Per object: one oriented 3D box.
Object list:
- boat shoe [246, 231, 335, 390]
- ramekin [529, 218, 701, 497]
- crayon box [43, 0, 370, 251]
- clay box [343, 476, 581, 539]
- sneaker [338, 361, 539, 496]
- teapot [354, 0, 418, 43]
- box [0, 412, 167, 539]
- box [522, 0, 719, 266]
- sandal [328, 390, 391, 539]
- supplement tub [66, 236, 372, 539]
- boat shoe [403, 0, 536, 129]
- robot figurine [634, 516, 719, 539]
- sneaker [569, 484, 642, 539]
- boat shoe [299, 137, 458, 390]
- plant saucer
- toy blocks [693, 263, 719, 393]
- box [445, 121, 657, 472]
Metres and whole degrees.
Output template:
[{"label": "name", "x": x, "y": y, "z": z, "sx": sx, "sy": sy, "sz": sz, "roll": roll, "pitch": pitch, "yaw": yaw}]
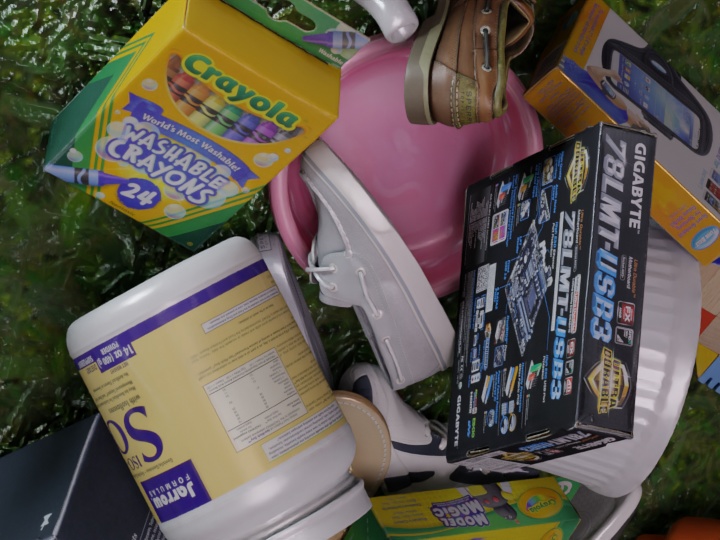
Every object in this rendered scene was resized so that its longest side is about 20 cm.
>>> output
[{"label": "boat shoe", "x": -0.063, "y": 0.066, "z": 1.707, "sx": 0.070, "sy": 0.072, "sz": 0.201, "roll": -14, "pitch": 112, "yaw": 6}, {"label": "ramekin", "x": 0.155, "y": 0.053, "z": 1.695, "sx": 0.097, "sy": 0.201, "sz": 0.202, "roll": 12, "pitch": 108, "yaw": -15}, {"label": "crayon box", "x": -0.102, "y": -0.108, "z": 1.571, "sx": 0.125, "sy": 0.052, "sz": 0.200, "roll": 29, "pitch": 131, "yaw": -25}, {"label": "clay box", "x": 0.072, "y": 0.208, "z": 1.725, "sx": 0.199, "sy": 0.048, "sz": 0.115, "roll": -2, "pitch": 134, "yaw": -35}, {"label": "sneaker", "x": 0.068, "y": 0.128, "z": 1.761, "sx": 0.129, "sy": 0.080, "sz": 0.200, "roll": -27, "pitch": 117, "yaw": -7}, {"label": "teapot", "x": -0.037, "y": -0.271, "z": 1.517, "sx": 0.199, "sy": 0.146, "sz": 0.199, "roll": 12, "pitch": 109, "yaw": -26}, {"label": "box", "x": -0.171, "y": 0.213, "z": 1.666, "sx": 0.148, "sy": 0.108, "sz": 0.200, "roll": -24, "pitch": 127, "yaw": 39}, {"label": "box", "x": 0.207, "y": -0.092, "z": 1.663, "sx": 0.200, "sy": 0.119, "sz": 0.041, "roll": 40, "pitch": 126, "yaw": -9}, {"label": "sandal", "x": -0.029, "y": 0.178, "z": 1.694, "sx": 0.077, "sy": 0.070, "sz": 0.212, "roll": 12, "pitch": 137, "yaw": -10}, {"label": "supplement tub", "x": -0.091, "y": 0.095, "z": 1.585, "sx": 0.145, "sy": 0.145, "sz": 0.201, "roll": -28, "pitch": 90, "yaw": -5}, {"label": "boat shoe", "x": 0.085, "y": -0.167, "z": 1.587, "sx": 0.067, "sy": 0.201, "sz": 0.072, "roll": 5, "pitch": 142, "yaw": 16}, {"label": "robot figurine", "x": 0.300, "y": 0.252, "z": 1.837, "sx": 0.144, "sy": 0.198, "sz": 0.118, "roll": 30, "pitch": 65, "yaw": -64}, {"label": "sneaker", "x": 0.166, "y": 0.244, "z": 1.849, "sx": 0.099, "sy": 0.071, "sz": 0.200, "roll": 34, "pitch": 104, "yaw": -28}, {"label": "boat shoe", "x": 0.000, "y": 0.000, "z": 1.641, "sx": 0.068, "sy": 0.072, "sz": 0.201, "roll": -33, "pitch": 127, "yaw": -3}, {"label": "plant saucer", "x": 0.028, "y": -0.076, "z": 1.680, "sx": 0.199, "sy": 0.051, "sz": 0.202, "roll": -7, "pitch": 114, "yaw": -16}, {"label": "toy blocks", "x": 0.281, "y": 0.026, "z": 1.790, "sx": 0.199, "sy": 0.100, "sz": 0.137, "roll": 29, "pitch": 112, "yaw": -25}, {"label": "box", "x": 0.122, "y": 0.022, "z": 1.571, "sx": 0.049, "sy": 0.198, "sz": 0.202, "roll": 11, "pitch": 75, "yaw": -22}]
